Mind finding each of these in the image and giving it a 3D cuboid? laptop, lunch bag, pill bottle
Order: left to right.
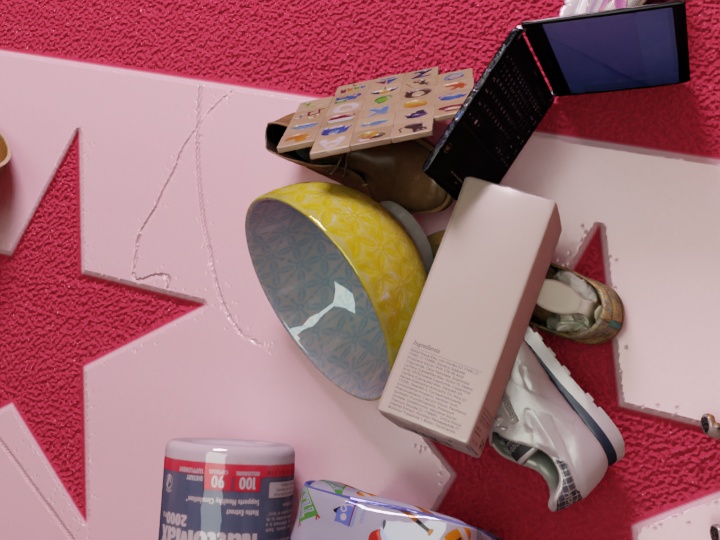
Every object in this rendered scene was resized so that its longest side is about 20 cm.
[{"bbox_3d":[-0.122,0.255,0.886,0.118,0.119,0.203,0,83,20],"label":"pill bottle"},{"bbox_3d":[0.037,0.223,0.788,0.158,0.200,0.077,10,77,22],"label":"lunch bag"},{"bbox_3d":[0.163,-0.120,0.801,0.103,0.177,0.201,35,94,21],"label":"laptop"}]

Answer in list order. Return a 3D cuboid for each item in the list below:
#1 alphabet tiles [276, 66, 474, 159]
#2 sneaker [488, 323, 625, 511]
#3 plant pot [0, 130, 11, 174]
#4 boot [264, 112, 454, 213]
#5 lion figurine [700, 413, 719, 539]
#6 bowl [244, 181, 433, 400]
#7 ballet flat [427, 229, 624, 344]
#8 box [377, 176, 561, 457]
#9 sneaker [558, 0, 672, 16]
[{"bbox_3d":[0.017,-0.139,0.857,0.164,0.201,0.006,-9,114,10],"label":"alphabet tiles"},{"bbox_3d":[0.125,0.101,0.824,0.080,0.077,0.200,-37,70,-15],"label":"sneaker"},{"bbox_3d":[-0.496,-0.074,1.051,0.186,0.186,0.201,38,109,21],"label":"plant pot"},{"bbox_3d":[-0.005,-0.095,0.891,0.198,0.075,0.075,24,113,34],"label":"boot"},{"bbox_3d":[0.331,0.164,0.756,0.120,0.072,0.204,-1,89,-8],"label":"lion figurine"},{"bbox_3d":[0.000,0.000,0.865,0.107,0.201,0.200,-32,68,-25],"label":"bowl"},{"bbox_3d":[0.129,0.009,0.855,0.198,0.071,0.072,21,90,22],"label":"ballet flat"},{"bbox_3d":[0.089,0.036,0.785,0.081,0.068,0.202,19,78,22],"label":"box"},{"bbox_3d":[0.230,-0.262,0.854,0.087,0.081,0.203,14,96,20],"label":"sneaker"}]
